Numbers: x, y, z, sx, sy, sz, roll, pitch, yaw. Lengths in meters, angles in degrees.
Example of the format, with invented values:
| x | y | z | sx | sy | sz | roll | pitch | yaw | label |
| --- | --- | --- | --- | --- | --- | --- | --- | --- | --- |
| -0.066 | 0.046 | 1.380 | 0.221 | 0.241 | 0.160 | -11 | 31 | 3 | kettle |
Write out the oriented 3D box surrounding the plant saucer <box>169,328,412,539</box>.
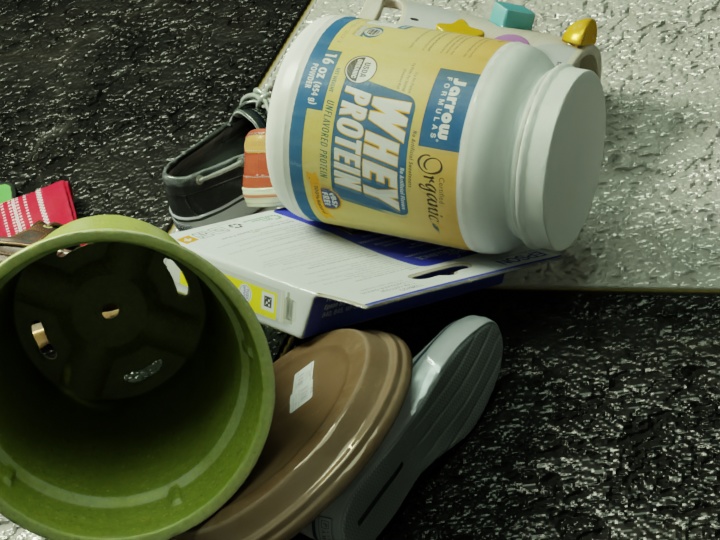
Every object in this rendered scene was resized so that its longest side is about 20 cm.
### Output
| x | y | z | sx | sy | sz | roll | pitch | yaw | label |
| --- | --- | --- | --- | --- | --- | --- | --- | --- | --- |
| -0.050 | 0.107 | 1.456 | 0.200 | 0.029 | 0.200 | -38 | 19 | 16 | plant saucer |

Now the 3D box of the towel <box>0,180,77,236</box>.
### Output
| x | y | z | sx | sy | sz | roll | pitch | yaw | label |
| --- | --- | --- | --- | --- | --- | --- | --- | --- | --- |
| -0.307 | -0.003 | 1.788 | 0.200 | 0.023 | 0.145 | -19 | 35 | -2 | towel |

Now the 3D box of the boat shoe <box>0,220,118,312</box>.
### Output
| x | y | z | sx | sy | sz | roll | pitch | yaw | label |
| --- | --- | --- | --- | --- | --- | --- | --- | --- | --- |
| -0.240 | -0.004 | 1.696 | 0.200 | 0.070 | 0.070 | 4 | 70 | 7 | boat shoe |

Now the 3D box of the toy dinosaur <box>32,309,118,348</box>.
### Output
| x | y | z | sx | sy | sz | roll | pitch | yaw | label |
| --- | --- | --- | --- | --- | --- | --- | --- | --- | --- |
| -0.266 | 0.064 | 1.673 | 0.200 | 0.060 | 0.106 | -32 | 49 | -4 | toy dinosaur |

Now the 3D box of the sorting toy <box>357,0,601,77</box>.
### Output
| x | y | z | sx | sy | sz | roll | pitch | yaw | label |
| --- | --- | --- | --- | --- | --- | --- | --- | --- | --- |
| 0.064 | -0.144 | 1.719 | 0.180 | 0.107 | 0.200 | 23 | 47 | 15 | sorting toy |

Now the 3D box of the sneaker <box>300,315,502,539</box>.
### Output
| x | y | z | sx | sy | sz | roll | pitch | yaw | label |
| --- | --- | --- | --- | --- | --- | --- | --- | --- | --- |
| 0.017 | 0.094 | 1.485 | 0.071 | 0.073 | 0.200 | 17 | 47 | 34 | sneaker |

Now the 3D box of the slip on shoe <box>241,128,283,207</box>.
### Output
| x | y | z | sx | sy | sz | roll | pitch | yaw | label |
| --- | --- | --- | --- | --- | --- | --- | --- | --- | --- |
| -0.022 | -0.092 | 1.724 | 0.074 | 0.061 | 0.200 | 0 | 11 | 32 | slip on shoe |

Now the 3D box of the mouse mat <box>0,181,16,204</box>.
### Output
| x | y | z | sx | sy | sz | roll | pitch | yaw | label |
| --- | --- | --- | --- | --- | --- | --- | --- | --- | --- |
| -0.364 | -0.003 | 1.836 | 0.200 | 0.008 | 0.161 | -16 | 35 | 0 | mouse mat |

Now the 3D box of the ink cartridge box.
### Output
| x | y | z | sx | sy | sz | roll | pitch | yaw | label |
| --- | --- | --- | --- | --- | --- | --- | --- | --- | --- |
| 0.000 | 0.000 | 1.587 | 0.198 | 0.047 | 0.200 | -13 | 26 | -43 | ink cartridge box |

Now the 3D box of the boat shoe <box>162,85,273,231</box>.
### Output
| x | y | z | sx | sy | sz | roll | pitch | yaw | label |
| --- | --- | --- | --- | --- | --- | --- | --- | --- | --- |
| -0.073 | -0.105 | 1.799 | 0.199 | 0.068 | 0.074 | -33 | 38 | -22 | boat shoe |

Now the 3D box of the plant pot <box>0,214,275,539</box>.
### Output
| x | y | z | sx | sy | sz | roll | pitch | yaw | label |
| --- | --- | --- | --- | --- | --- | --- | --- | --- | --- |
| -0.160 | 0.049 | 1.465 | 0.200 | 0.201 | 0.184 | -18 | 16 | -1 | plant pot |

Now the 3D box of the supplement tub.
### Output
| x | y | z | sx | sy | sz | roll | pitch | yaw | label |
| --- | --- | --- | --- | --- | --- | --- | --- | --- | --- |
| 0.052 | -0.090 | 1.574 | 0.200 | 0.145 | 0.145 | 11 | 43 | 22 | supplement tub |
